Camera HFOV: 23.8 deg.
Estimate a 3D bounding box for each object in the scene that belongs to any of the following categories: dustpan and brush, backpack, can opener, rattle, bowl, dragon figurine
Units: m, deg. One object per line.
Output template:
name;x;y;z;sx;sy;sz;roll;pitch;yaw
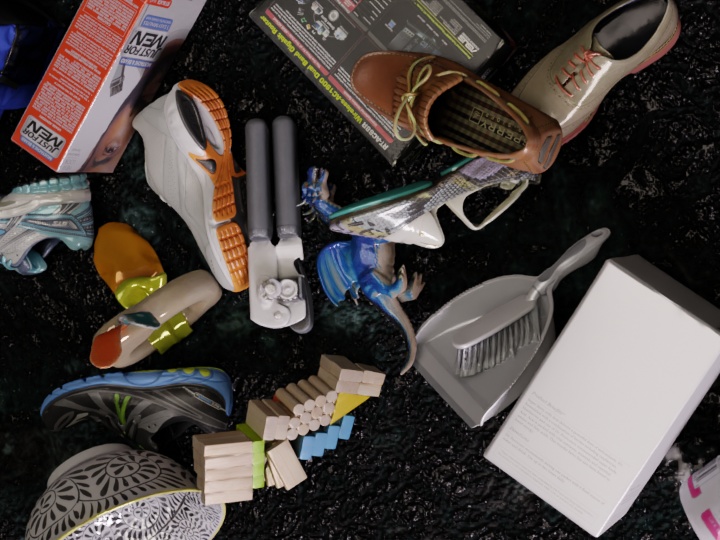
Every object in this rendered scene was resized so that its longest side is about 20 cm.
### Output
dustpan and brush;0.142;0.034;1.490;0.200;0.057;0.140;-32;36;-9
backpack;-0.399;-0.208;1.610;0.162;0.200;0.168;26;101;16
can opener;-0.078;-0.041;1.580;0.053;0.066;0.201;-5;83;9
rattle;-0.218;0.014;1.554;0.130;0.200;0.143;-23;86;24
bowl;-0.236;0.224;1.595;0.201;0.201;0.094;-40;61;17
dragon figurine;0.000;0.000;1.550;0.099;0.059;0.201;-12;85;22

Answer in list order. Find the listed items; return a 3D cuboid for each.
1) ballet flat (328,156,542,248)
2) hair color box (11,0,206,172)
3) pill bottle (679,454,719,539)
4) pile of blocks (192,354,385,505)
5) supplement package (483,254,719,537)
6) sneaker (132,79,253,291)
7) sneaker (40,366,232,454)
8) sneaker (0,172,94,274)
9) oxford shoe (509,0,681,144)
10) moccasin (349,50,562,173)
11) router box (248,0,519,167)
ballet flat;0.072;-0.059;1.488;0.200;0.072;0.072;-25;84;-9
hair color box;-0.232;-0.191;1.598;0.064;0.111;0.200;35;105;15
pill bottle;0.372;0.165;1.397;0.200;0.113;0.113;-39;80;18
pile of blocks;-0.069;0.144;1.569;0.200;0.062;0.082;-29;115;-14
supplement package;0.217;0.102;1.445;0.121;0.120;0.200;36;104;16
sneaker;-0.152;-0.073;1.606;0.092;0.076;0.200;-18;89;41
sneaker;-0.217;0.137;1.631;0.199;0.071;0.083;-5;85;17
sneaker;-0.350;-0.033;1.668;0.200;0.078;0.087;-15;91;20
oxford shoe;0.183;-0.170;1.444;0.200;0.075;0.070;-43;77;1
moccasin;0.070;-0.135;1.432;0.201;0.078;0.074;34;104;30
router box;0.021;-0.213;1.529;0.150;0.062;0.200;-46;78;15
